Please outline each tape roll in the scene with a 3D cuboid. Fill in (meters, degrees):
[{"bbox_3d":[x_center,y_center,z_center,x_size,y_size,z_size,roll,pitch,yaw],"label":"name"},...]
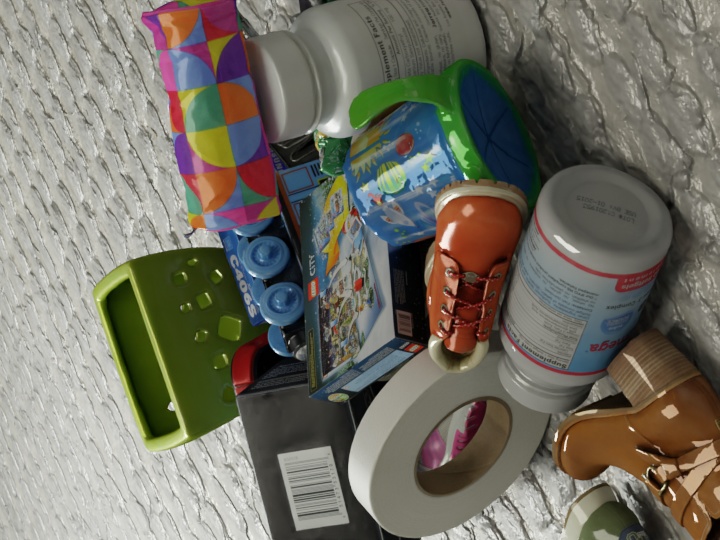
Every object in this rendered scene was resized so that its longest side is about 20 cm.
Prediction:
[{"bbox_3d":[0.081,0.144,1.657,0.037,0.202,0.204,44,141,40],"label":"tape roll"}]

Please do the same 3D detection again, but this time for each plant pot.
[{"bbox_3d":[-0.163,0.069,2.052,0.201,0.180,0.199,70,159,2],"label":"plant pot"}]

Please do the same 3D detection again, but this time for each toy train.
[{"bbox_3d":[-0.054,-0.008,1.807,0.087,0.113,0.201,78,171,-57],"label":"toy train"}]

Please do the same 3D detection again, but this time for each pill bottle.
[{"bbox_3d":[-0.002,-0.176,1.615,0.114,0.199,0.115,39,138,46],"label":"pill bottle"},{"bbox_3d":[0.172,0.021,1.516,0.109,0.108,0.201,53,147,31],"label":"pill bottle"}]

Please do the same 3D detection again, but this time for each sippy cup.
[{"bbox_3d":[0.062,-0.088,1.571,0.130,0.140,0.179,-25,104,25],"label":"sippy cup"}]

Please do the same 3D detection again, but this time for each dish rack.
[{"bbox_3d":[-0.097,-0.185,1.858,0.154,0.054,0.200,49,174,37],"label":"dish rack"}]

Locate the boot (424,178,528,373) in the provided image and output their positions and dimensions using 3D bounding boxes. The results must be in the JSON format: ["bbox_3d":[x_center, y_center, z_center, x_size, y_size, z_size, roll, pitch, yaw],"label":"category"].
[{"bbox_3d":[0.090,0.006,1.508,0.200,0.074,0.108,98,177,-61],"label":"boot"}]

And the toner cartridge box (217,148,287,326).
[{"bbox_3d":[-0.101,-0.052,1.975,0.043,0.094,0.201,-29,81,60],"label":"toner cartridge box"}]

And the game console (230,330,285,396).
[{"bbox_3d":[-0.061,0.143,1.935,0.031,0.200,0.178,-8,100,27],"label":"game console"}]

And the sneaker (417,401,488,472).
[{"bbox_3d":[0.088,0.144,1.778,0.088,0.081,0.201,53,138,33],"label":"sneaker"}]

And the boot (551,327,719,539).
[{"bbox_3d":[0.242,0.158,1.526,0.156,0.076,0.200,55,140,21],"label":"boot"}]

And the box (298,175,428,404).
[{"bbox_3d":[0.000,0.000,1.681,0.136,0.037,0.201,-37,48,47],"label":"box"}]

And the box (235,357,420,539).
[{"bbox_3d":[-0.016,0.179,1.828,0.117,0.200,0.198,-10,99,19],"label":"box"}]

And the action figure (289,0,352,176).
[{"bbox_3d":[-0.033,-0.169,1.725,0.118,0.054,0.201,100,164,-54],"label":"action figure"}]

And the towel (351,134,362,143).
[{"bbox_3d":[0.005,-0.098,1.798,0.132,0.034,0.202,-168,65,-70],"label":"towel"}]

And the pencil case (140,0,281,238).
[{"bbox_3d":[-0.123,-0.128,1.563,0.088,0.088,0.202,12,115,58],"label":"pencil case"}]

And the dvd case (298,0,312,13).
[{"bbox_3d":[-0.021,-0.295,1.773,0.148,0.016,0.202,22,124,54],"label":"dvd case"}]

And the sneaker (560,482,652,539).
[{"bbox_3d":[0.213,0.284,1.639,0.090,0.067,0.201,43,142,38],"label":"sneaker"}]

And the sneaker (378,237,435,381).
[{"bbox_3d":[0.063,0.005,1.734,0.075,0.106,0.201,32,103,19],"label":"sneaker"}]
